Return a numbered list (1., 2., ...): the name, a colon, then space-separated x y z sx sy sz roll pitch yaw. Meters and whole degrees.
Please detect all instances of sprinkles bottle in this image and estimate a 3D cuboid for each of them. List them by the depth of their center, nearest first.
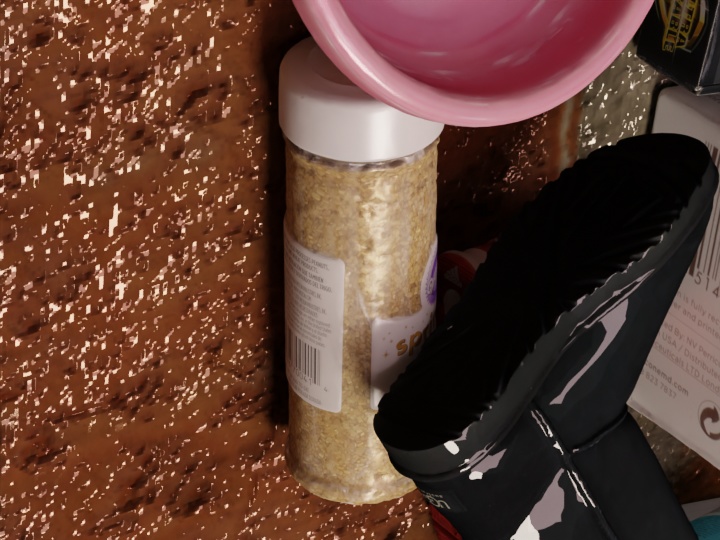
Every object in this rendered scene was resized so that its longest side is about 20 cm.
1. sprinkles bottle: 0.000 0.000 1.210 0.068 0.068 0.201 -21 129 -29

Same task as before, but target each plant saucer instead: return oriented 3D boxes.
1. plant saucer: 0.039 -0.158 1.123 0.200 0.051 0.202 -8 103 -36

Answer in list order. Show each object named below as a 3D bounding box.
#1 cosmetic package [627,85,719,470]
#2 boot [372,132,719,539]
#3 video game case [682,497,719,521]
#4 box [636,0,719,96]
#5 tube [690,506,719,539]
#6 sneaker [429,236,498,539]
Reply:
1. cosmetic package: 0.250 0.003 1.354 0.199 0.165 0.166 -13 124 -33
2. boot: 0.104 0.062 1.244 0.200 0.076 0.168 -49 131 -20
3. video game case: 0.159 0.203 1.507 0.199 0.022 0.183 -7 120 -38
4. box: 0.212 -0.184 1.288 0.158 0.046 0.201 -9 122 -37
5. tube: 0.145 0.149 1.380 0.199 0.051 0.077 -13 163 -49
6. sneaker: 0.094 0.064 1.326 0.115 0.078 0.201 -23 130 -26
